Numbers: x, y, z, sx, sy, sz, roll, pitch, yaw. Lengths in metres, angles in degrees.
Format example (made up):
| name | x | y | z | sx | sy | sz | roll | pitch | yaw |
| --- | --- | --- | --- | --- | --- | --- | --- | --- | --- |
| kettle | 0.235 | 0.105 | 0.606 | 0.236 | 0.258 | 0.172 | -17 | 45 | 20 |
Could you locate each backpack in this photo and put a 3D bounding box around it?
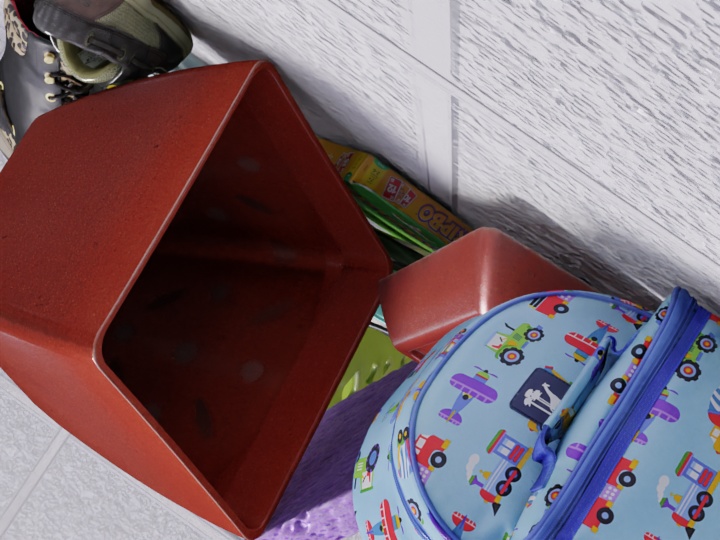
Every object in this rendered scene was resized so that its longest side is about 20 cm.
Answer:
| name | x | y | z | sx | sy | sz | roll | pitch | yaw |
| --- | --- | --- | --- | --- | --- | --- | --- | --- | --- |
| backpack | 0.102 | 0.090 | 0.786 | 0.199 | 0.183 | 0.135 | 37 | 155 | 14 |

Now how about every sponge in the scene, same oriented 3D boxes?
| name | x | y | z | sx | sy | sz | roll | pitch | yaw |
| --- | --- | --- | --- | --- | --- | --- | --- | --- | --- |
| sponge | 0.000 | 0.116 | 1.120 | 0.030 | 0.111 | 0.200 | 56 | -159 | -10 |

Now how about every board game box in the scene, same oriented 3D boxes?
| name | x | y | z | sx | sy | sz | roll | pitch | yaw |
| --- | --- | --- | --- | --- | --- | --- | --- | --- | --- |
| board game box | 0.011 | -0.047 | 1.152 | 0.095 | 0.030 | 0.200 | 35 | 180 | -20 |

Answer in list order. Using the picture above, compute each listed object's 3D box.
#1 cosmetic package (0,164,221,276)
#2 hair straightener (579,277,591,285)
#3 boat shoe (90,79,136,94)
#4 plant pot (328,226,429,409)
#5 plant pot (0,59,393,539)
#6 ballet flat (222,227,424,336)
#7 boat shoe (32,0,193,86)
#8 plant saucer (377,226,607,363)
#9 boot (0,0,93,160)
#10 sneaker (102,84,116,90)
| name | x | y | z | sx | sy | sz | roll | pitch | yaw |
| --- | --- | --- | --- | --- | --- | --- | --- | --- | --- |
| cosmetic package | -0.163 | -0.030 | 1.252 | 0.198 | 0.109 | 0.085 | -10 | 168 | 28 |
| hair straightener | 0.171 | 0.069 | 1.014 | 0.200 | 0.041 | 0.077 | 43 | 174 | -27 |
| boat shoe | -0.193 | -0.120 | 1.445 | 0.201 | 0.068 | 0.075 | 53 | -161 | -15 |
| plant pot | -0.058 | 0.025 | 1.368 | 0.199 | 0.183 | 0.199 | 33 | -167 | 21 |
| plant pot | -0.125 | 0.008 | 1.056 | 0.175 | 0.201 | 0.201 | 10 | 149 | 34 |
| ballet flat | 0.000 | 0.000 | 1.175 | 0.198 | 0.074 | 0.073 | 26 | 176 | 9 |
| boat shoe | -0.149 | -0.141 | 1.039 | 0.071 | 0.066 | 0.201 | 34 | 177 | 7 |
| plant saucer | 0.111 | 0.057 | 0.963 | 0.198 | 0.037 | 0.200 | 31 | 164 | -9 |
| boot | -0.216 | -0.117 | 1.359 | 0.200 | 0.073 | 0.151 | 51 | 145 | 26 |
| sneaker | -0.118 | -0.103 | 1.347 | 0.089 | 0.071 | 0.200 | -1 | 180 | 18 |
